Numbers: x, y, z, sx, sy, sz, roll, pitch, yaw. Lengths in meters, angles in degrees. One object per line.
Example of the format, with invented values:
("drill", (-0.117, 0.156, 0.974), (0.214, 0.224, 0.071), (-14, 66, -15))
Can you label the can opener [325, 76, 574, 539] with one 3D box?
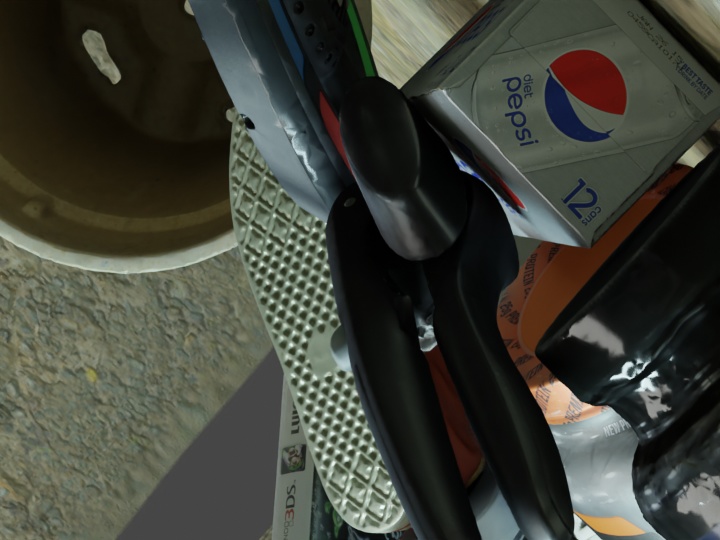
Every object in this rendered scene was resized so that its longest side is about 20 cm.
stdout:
("can opener", (0.020, 0.026, 0.874), (0.079, 0.063, 0.201), (43, -158, -35))

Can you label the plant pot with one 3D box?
("plant pot", (-0.084, -0.111, 1.245), (0.200, 0.201, 0.183), (43, -170, 0))

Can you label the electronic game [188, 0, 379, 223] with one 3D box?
("electronic game", (-0.028, -0.104, 1.011), (0.200, 0.041, 0.201), (-21, -90, -81))

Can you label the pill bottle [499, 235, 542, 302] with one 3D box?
("pill bottle", (0.140, 0.058, 1.163), (0.200, 0.106, 0.106), (44, 178, -31))

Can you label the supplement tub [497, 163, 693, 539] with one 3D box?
("supplement tub", (0.141, 0.064, 0.983), (0.200, 0.123, 0.123), (44, 178, -22))

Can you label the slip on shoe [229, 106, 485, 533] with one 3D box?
("slip on shoe", (0.000, 0.000, 1.131), (0.061, 0.074, 0.201), (-11, -96, -46))

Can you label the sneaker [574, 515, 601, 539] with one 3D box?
("sneaker", (0.125, 0.108, 1.081), (0.200, 0.072, 0.073), (38, -136, -15))

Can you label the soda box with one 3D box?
("soda box", (0.059, -0.054, 0.945), (0.068, 0.063, 0.200), (45, 178, -3))

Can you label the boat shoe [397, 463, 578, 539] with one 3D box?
("boat shoe", (0.061, 0.104, 1.171), (0.057, 0.068, 0.200), (59, -156, -4))

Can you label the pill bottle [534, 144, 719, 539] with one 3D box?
("pill bottle", (0.150, 0.061, 0.842), (0.200, 0.112, 0.112), (43, 179, 0))

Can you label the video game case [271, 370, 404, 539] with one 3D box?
("video game case", (0.024, 0.083, 1.228), (0.200, 0.023, 0.183), (42, -135, -51))
